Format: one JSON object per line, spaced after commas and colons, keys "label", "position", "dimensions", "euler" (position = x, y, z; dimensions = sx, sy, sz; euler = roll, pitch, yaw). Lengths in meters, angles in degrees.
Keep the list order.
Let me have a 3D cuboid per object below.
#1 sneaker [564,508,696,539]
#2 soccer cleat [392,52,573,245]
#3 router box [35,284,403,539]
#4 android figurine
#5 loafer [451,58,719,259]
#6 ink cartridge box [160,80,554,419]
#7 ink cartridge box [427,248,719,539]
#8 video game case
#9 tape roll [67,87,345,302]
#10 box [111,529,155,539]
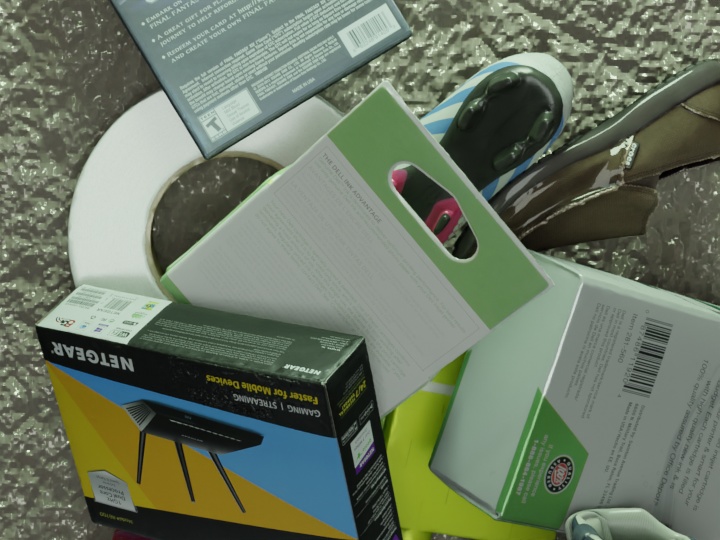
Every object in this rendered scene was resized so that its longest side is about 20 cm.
{"label": "sneaker", "position": [0.113, 0.216, 1.030], "dimensions": [0.202, 0.077, 0.147], "euler": [-25, 115, -10]}
{"label": "soccer cleat", "position": [0.046, -0.055, 1.083], "dimensions": [0.200, 0.086, 0.070], "euler": [-36, 94, 24]}
{"label": "router box", "position": [-0.080, 0.095, 1.067], "dimensions": [0.199, 0.051, 0.150], "euler": [9, 126, 30]}
{"label": "android figurine", "position": [0.071, 0.099, 1.142], "dimensions": [0.181, 0.041, 0.201], "euler": [9, 96, -14]}
{"label": "loafer", "position": [0.146, -0.048, 1.106], "dimensions": [0.200, 0.073, 0.071], "euler": [-33, 87, -2]}
{"label": "ink cartridge box", "position": [0.000, 0.000, 1.042], "dimensions": [0.200, 0.048, 0.146], "euler": [-39, 92, 31]}
{"label": "ink cartridge box", "position": [0.160, 0.082, 1.097], "dimensions": [0.200, 0.084, 0.147], "euler": [16, 96, -32]}
{"label": "video game case", "position": [-0.081, -0.186, 1.087], "dimensions": [0.143, 0.019, 0.200], "euler": [-31, 90, -4]}
{"label": "tape roll", "position": [-0.076, -0.020, 1.128], "dimensions": [0.202, 0.037, 0.204], "euler": [-1, 100, -4]}
{"label": "box", "position": [-0.063, 0.226, 1.138], "dimensions": [0.199, 0.103, 0.095], "euler": [10, 99, -4]}
